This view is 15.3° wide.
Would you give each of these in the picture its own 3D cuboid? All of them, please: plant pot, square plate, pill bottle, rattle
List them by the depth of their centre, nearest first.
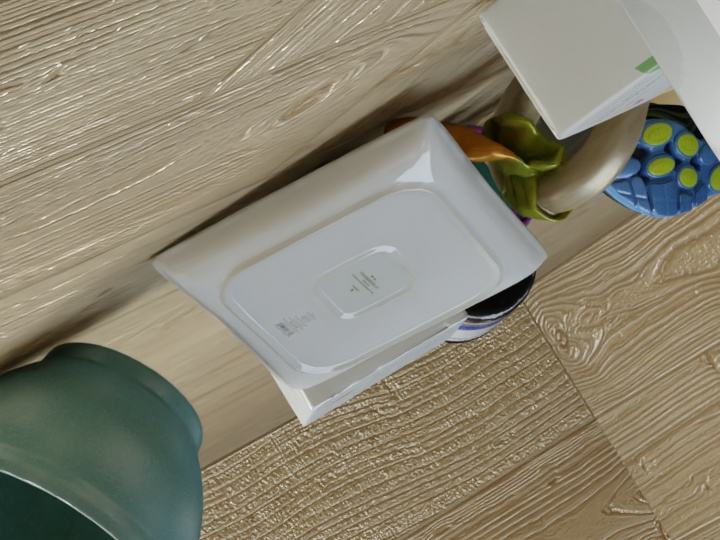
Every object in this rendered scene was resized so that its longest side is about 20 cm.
[{"bbox_3d":[0.000,0.000,1.688,0.198,0.028,0.200,-28,145,12],"label":"square plate"},{"bbox_3d":[0.125,-0.140,1.695,0.200,0.143,0.130,-49,-158,21],"label":"rattle"},{"bbox_3d":[-0.183,0.132,1.741,0.200,0.200,0.134,-39,-161,56],"label":"plant pot"},{"bbox_3d":[0.092,0.007,2.497,0.112,0.112,0.200,-31,176,-11],"label":"pill bottle"}]

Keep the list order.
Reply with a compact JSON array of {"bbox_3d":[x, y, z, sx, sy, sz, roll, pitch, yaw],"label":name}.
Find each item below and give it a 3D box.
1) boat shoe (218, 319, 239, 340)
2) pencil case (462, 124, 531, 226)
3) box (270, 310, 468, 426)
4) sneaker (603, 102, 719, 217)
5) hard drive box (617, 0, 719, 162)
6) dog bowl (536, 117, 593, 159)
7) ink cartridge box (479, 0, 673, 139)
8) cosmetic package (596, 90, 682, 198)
[{"bbox_3d":[-0.039,-0.009,1.748,0.071,0.070,0.200,-27,174,-43],"label":"boat shoe"},{"bbox_3d":[0.022,-0.021,1.868,0.085,0.092,0.200,23,136,-40],"label":"pencil case"},{"bbox_3d":[-0.007,0.042,2.249,0.152,0.106,0.200,-31,175,-7],"label":"box"},{"bbox_3d":[0.214,-0.081,1.927,0.083,0.071,0.200,9,-167,34],"label":"sneaker"},{"bbox_3d":[0.223,-0.165,1.303,0.200,0.156,0.077,-30,175,-26],"label":"hard drive box"},{"bbox_3d":[0.101,-0.060,1.973,0.200,0.059,0.200,-43,176,-4],"label":"dog bowl"},{"bbox_3d":[0.183,-0.162,1.490,0.145,0.088,0.200,-36,175,35],"label":"ink cartridge box"},{"bbox_3d":[0.249,-0.137,2.237,0.200,0.071,0.105,-34,174,28],"label":"cosmetic package"}]
